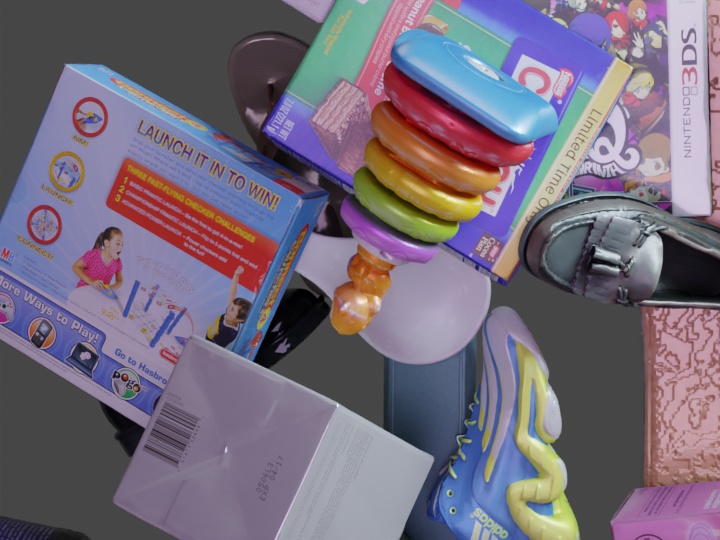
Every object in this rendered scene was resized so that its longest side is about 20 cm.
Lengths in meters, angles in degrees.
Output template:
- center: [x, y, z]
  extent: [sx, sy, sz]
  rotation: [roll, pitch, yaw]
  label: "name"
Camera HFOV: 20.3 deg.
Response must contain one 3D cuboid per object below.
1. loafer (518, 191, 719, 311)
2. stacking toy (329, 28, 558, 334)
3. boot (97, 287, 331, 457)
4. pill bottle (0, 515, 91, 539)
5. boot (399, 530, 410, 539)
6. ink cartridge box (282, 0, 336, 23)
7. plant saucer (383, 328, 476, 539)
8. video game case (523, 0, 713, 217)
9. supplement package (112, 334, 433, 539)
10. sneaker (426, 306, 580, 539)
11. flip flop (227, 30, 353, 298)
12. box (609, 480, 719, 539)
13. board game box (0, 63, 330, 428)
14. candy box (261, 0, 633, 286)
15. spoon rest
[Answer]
- center: [0.199, -0.007, 1.358]
  extent: [0.198, 0.063, 0.073]
  rotation: [6, 110, -36]
  label: "loafer"
- center: [0.031, -0.045, 1.300]
  extent: [0.109, 0.116, 0.201]
  rotation: [33, 107, 11]
  label: "stacking toy"
- center: [-0.142, 0.020, 1.467]
  extent: [0.199, 0.076, 0.169]
  rotation: [-32, 95, 18]
  label: "boot"
- center: [-0.260, 0.242, 1.498]
  extent: [0.198, 0.112, 0.113]
  rotation: [10, 99, 8]
  label: "pill bottle"
- center: [-0.047, 0.252, 1.449]
  extent: [0.200, 0.072, 0.182]
  rotation: [-46, 52, 10]
  label: "boot"
- center: [-0.030, -0.294, 1.405]
  extent: [0.147, 0.086, 0.201]
  rotation: [32, 103, 5]
  label: "ink cartridge box"
- center: [0.049, 0.141, 1.483]
  extent: [0.069, 0.019, 0.202]
  rotation: [2, 98, 9]
  label: "plant saucer"
- center: [0.148, -0.126, 1.423]
  extent: [0.198, 0.036, 0.183]
  rotation: [-1, 96, 9]
  label: "video game case"
- center: [-0.053, 0.139, 1.335]
  extent: [0.119, 0.200, 0.122]
  rotation: [23, 83, 24]
  label: "supplement package"
- center: [0.092, 0.132, 1.435]
  extent: [0.104, 0.076, 0.202]
  rotation: [-14, 96, -5]
  label: "sneaker"
- center: [-0.041, -0.076, 1.448]
  extent: [0.080, 0.058, 0.202]
  rotation: [-14, 95, 11]
  label: "flip flop"
- center: [0.290, 0.240, 1.402]
  extent: [0.198, 0.097, 0.178]
  rotation: [-7, 96, 19]
  label: "box"
- center: [-0.150, -0.011, 1.384]
  extent: [0.199, 0.056, 0.197]
  rotation: [30, 104, 15]
  label: "board game box"
- center: [0.059, -0.112, 1.374]
  extent: [0.199, 0.077, 0.170]
  rotation: [31, 91, 4]
  label: "candy box"
- center: [0.000, 0.000, 1.420]
  extent: [0.198, 0.061, 0.100]
  rotation: [23, 102, -13]
  label: "spoon rest"
